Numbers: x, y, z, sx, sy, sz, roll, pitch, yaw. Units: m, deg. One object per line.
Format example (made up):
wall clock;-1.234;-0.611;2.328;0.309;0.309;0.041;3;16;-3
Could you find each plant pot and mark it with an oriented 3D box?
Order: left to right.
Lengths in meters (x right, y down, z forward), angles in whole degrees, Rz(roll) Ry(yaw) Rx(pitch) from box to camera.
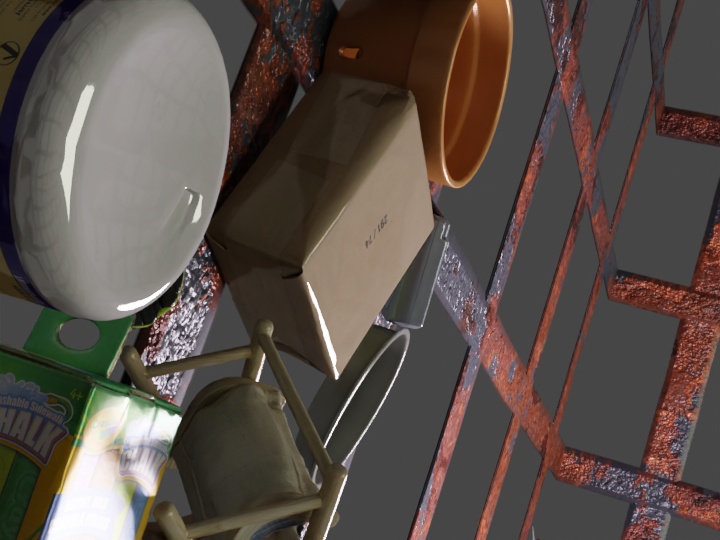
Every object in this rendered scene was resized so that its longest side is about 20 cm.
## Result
plant pot;0.053;-0.193;1.149;0.200;0.139;0.202;15;90;-69

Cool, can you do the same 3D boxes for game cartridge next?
game cartridge;0.056;-0.010;1.315;0.200;0.040;0.135;-107;-152;-77

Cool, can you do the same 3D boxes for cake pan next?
cake pan;-0.012;0.143;1.283;0.201;0.037;0.201;-55;165;-22

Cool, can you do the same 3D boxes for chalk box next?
chalk box;-0.198;0.110;0.710;0.124;0.123;0.202;40;65;-68

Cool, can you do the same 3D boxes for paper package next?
paper package;-0.026;-0.039;1.060;0.201;0.103;0.191;-56;153;-26

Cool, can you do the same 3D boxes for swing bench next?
swing bench;-0.098;0.179;0.880;0.199;0.128;0.202;-123;-152;-54

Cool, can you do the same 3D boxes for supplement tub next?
supplement tub;-0.175;-0.069;0.536;0.145;0.198;0.147;14;90;-70

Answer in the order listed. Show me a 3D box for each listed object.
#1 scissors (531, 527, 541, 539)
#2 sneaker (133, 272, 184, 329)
scissors;0.428;0.685;2.923;0.200;0.014;0.074;62;47;-63
sneaker;-0.153;-0.050;0.813;0.081;0.073;0.202;-34;-138;59
